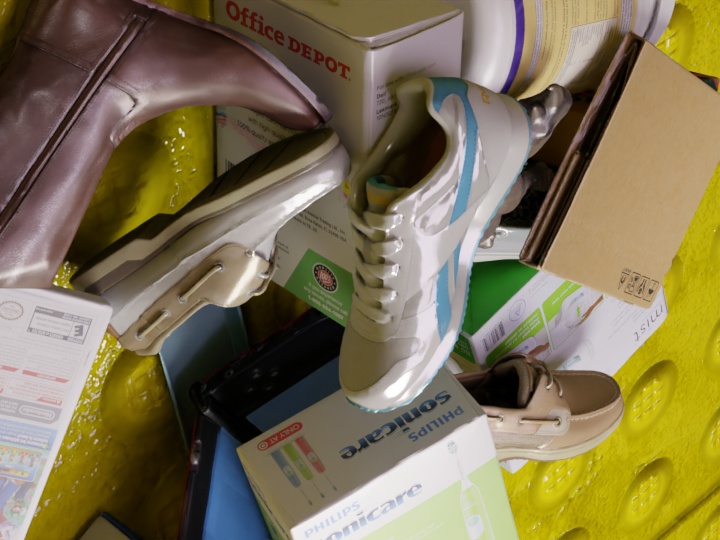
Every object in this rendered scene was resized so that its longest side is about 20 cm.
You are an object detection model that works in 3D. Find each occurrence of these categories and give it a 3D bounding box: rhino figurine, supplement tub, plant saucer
[{"bbox_3d":[0.081,-0.061,1.138,0.087,0.060,0.200,-26,165,-33],"label":"rhino figurine"},{"bbox_3d":[0.100,-0.180,1.170,0.199,0.145,0.146,-18,127,-41],"label":"supplement tub"},{"bbox_3d":[-0.107,0.058,1.198,0.070,0.019,0.201,-36,137,-27],"label":"plant saucer"}]

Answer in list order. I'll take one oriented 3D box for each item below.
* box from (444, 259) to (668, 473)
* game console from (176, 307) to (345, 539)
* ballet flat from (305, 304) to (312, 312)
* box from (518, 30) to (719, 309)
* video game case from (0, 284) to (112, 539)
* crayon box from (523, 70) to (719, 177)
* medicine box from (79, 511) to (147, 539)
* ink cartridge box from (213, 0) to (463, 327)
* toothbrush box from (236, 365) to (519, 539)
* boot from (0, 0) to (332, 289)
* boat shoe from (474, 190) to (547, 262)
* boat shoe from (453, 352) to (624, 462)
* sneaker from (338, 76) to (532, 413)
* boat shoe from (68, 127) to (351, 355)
[{"bbox_3d":[0.140,0.026,1.393,0.200,0.097,0.177,-43,140,-20],"label":"box"},{"bbox_3d":[-0.030,0.146,1.225,0.172,0.119,0.200,-33,143,6],"label":"game console"},{"bbox_3d":[0.000,0.000,1.249,0.069,0.069,0.201,-6,119,-47],"label":"ballet flat"},{"bbox_3d":[0.191,-0.062,1.217,0.200,0.021,0.164,17,99,-58],"label":"box"},{"bbox_3d":[-0.243,0.093,1.031,0.143,0.018,0.201,16,102,-33],"label":"video game case"},{"bbox_3d":[0.152,-0.115,1.279,0.199,0.127,0.051,-19,120,-44],"label":"crayon box"},{"bbox_3d":[-0.105,0.282,1.216,0.103,0.182,0.200,-53,143,-9],"label":"medicine box"},{"bbox_3d":[-0.016,-0.085,1.100,0.084,0.145,0.201,-26,132,-36],"label":"ink cartridge box"},{"bbox_3d":[0.021,0.170,1.179,0.145,0.086,0.201,-29,135,-12],"label":"toothbrush box"},{"bbox_3d":[-0.138,-0.058,0.996,0.186,0.064,0.201,30,86,-11],"label":"boot"},{"bbox_3d":[0.136,-0.046,1.276,0.200,0.070,0.072,-7,161,-14],"label":"boat shoe"},{"bbox_3d":[0.119,0.097,1.288,0.199,0.071,0.065,-10,126,-36],"label":"boat shoe"},{"bbox_3d":[0.024,-0.016,1.021,0.081,0.076,0.201,14,98,-41],"label":"sneaker"},{"bbox_3d":[-0.079,-0.016,1.054,0.069,0.199,0.075,56,29,-11],"label":"boat shoe"}]
